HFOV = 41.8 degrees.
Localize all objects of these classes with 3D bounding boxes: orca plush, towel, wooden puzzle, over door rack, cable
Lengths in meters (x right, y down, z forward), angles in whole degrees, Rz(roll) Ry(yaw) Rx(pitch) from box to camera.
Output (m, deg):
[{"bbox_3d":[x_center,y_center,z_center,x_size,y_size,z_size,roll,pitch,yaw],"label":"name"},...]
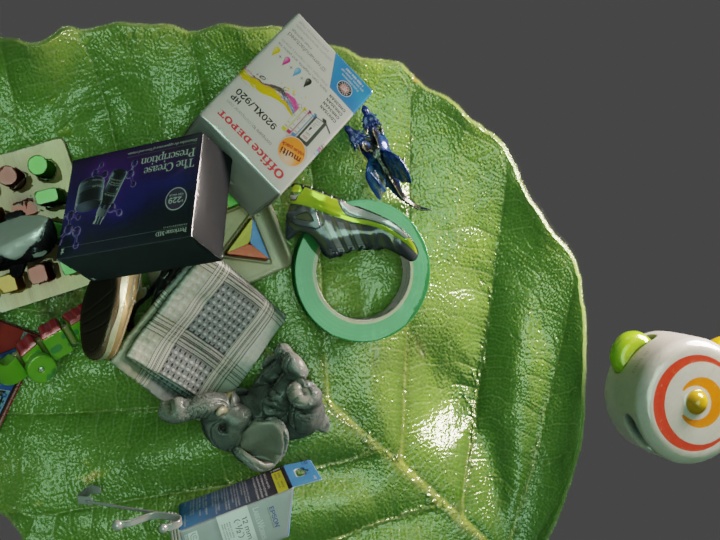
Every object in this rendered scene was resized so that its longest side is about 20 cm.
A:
[{"bbox_3d":[-0.455,-0.006,1.176,0.197,0.106,0.072,-25,126,3],"label":"orca plush"},{"bbox_3d":[-0.213,0.095,1.276,0.201,0.034,0.193,-51,135,-6],"label":"towel"},{"bbox_3d":[-0.214,-0.056,1.313,0.197,0.046,0.188,-23,96,-10],"label":"wooden puzzle"},{"bbox_3d":[-0.302,0.377,1.224,0.066,0.198,0.151,-18,107,-49],"label":"over door rack"},{"bbox_3d":[-0.263,0.026,1.289,0.096,0.050,0.203,20,98,19],"label":"cable"}]

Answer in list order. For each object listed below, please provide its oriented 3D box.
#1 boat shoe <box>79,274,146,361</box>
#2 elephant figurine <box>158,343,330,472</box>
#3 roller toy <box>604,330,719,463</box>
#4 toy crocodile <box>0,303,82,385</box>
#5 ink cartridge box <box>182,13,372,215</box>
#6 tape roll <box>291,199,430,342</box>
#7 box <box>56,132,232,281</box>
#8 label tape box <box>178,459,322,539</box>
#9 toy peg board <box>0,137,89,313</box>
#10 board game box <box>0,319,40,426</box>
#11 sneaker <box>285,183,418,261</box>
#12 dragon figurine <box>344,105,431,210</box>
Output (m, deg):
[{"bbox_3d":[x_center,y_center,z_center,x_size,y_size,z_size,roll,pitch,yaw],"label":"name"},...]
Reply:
[{"bbox_3d":[-0.311,0.025,1.236,0.076,0.071,0.204,31,58,-51],"label":"boat shoe"},{"bbox_3d":[-0.154,0.202,1.291,0.199,0.142,0.156,-34,82,-15],"label":"elephant figurine"},{"bbox_3d":[0.473,0.187,1.406,0.196,0.140,0.186,2,91,-12],"label":"roller toy"},{"bbox_3d":[-0.400,0.089,1.253,0.198,0.067,0.062,-32,122,-20],"label":"toy crocodile"},{"bbox_3d":[-0.115,-0.203,1.260,0.147,0.144,0.201,44,70,-10],"label":"ink cartridge box"},{"bbox_3d":[0.000,0.000,1.356,0.197,0.048,0.205,0,91,-11],"label":"tape roll"},{"bbox_3d":[-0.265,-0.076,1.164,0.197,0.079,0.144,-9,67,22],"label":"box"},{"bbox_3d":[-0.146,0.329,1.285,0.197,0.143,0.067,-17,93,-10],"label":"label tape box"},{"bbox_3d":[-0.461,-0.054,1.239,0.196,0.098,0.203,-18,94,-10],"label":"toy peg board"},{"bbox_3d":[-0.510,0.162,1.248,0.102,0.019,0.203,28,85,-41],"label":"board game box"},{"bbox_3d":[-0.015,-0.049,1.299,0.197,0.074,0.082,22,93,-4],"label":"sneaker"},{"bbox_3d":[0.035,-0.142,1.324,0.058,0.100,0.202,-27,113,9],"label":"dragon figurine"}]
